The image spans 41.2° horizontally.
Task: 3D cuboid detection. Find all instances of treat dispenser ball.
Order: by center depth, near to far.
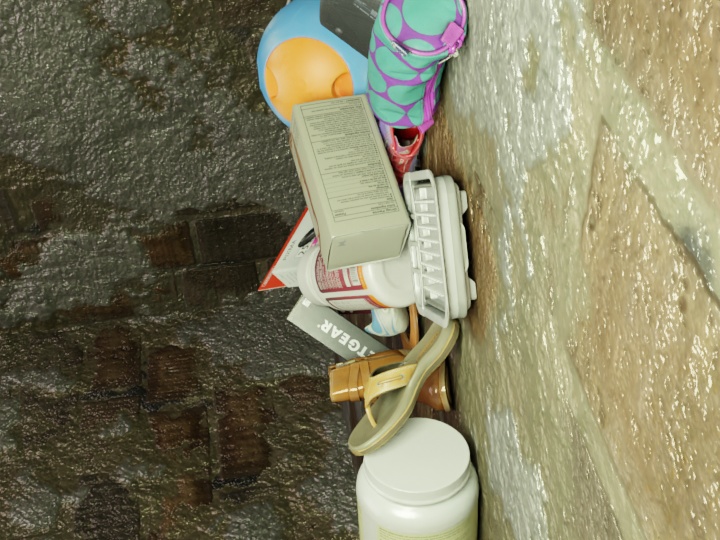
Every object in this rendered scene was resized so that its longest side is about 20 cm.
[{"bbox_3d":[-0.042,-0.281,1.318,0.201,0.201,0.201,173,90,-85],"label":"treat dispenser ball"}]

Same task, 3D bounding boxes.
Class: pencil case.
[{"bbox_3d":[0.054,-0.218,0.992,0.092,0.085,0.200,46,169,7],"label":"pencil case"}]

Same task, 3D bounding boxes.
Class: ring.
[{"bbox_3d":[0.073,0.044,1.473,0.200,0.019,0.201,172,90,-84],"label":"ring"}]

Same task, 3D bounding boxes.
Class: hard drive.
[{"bbox_3d":[0.019,-0.295,1.112,0.042,0.135,0.200,-55,4,-7],"label":"hard drive"}]

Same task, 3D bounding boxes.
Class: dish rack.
[{"bbox_3d":[0.089,-0.029,1.081,0.200,0.043,0.172,-145,49,-83],"label":"dish rack"}]

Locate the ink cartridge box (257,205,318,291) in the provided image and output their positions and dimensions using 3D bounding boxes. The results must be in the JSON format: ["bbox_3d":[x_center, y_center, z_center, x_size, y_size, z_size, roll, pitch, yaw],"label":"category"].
[{"bbox_3d":[-0.079,-0.063,1.500,0.044,0.173,0.200,45,-122,-29],"label":"ink cartridge box"}]

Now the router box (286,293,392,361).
[{"bbox_3d":[-0.018,0.110,1.475,0.052,0.200,0.157,-56,1,-4],"label":"router box"}]

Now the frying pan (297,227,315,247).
[{"bbox_3d":[-0.033,-0.072,1.351,0.190,0.031,0.115,-52,14,25],"label":"frying pan"}]

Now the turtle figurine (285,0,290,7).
[{"bbox_3d":[-0.049,-0.470,1.462,0.200,0.144,0.194,157,110,-81],"label":"turtle figurine"}]

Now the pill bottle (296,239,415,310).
[{"bbox_3d":[0.000,0.000,1.311,0.200,0.109,0.110,-6,91,57],"label":"pill bottle"}]

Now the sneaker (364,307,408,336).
[{"bbox_3d":[0.022,-0.001,1.415,0.072,0.072,0.200,2,-101,-71],"label":"sneaker"}]

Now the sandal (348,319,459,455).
[{"bbox_3d":[0.042,0.126,1.121,0.200,0.054,0.080,-54,15,-11],"label":"sandal"}]

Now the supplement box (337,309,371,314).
[{"bbox_3d":[-0.003,-0.038,1.535,0.200,0.061,0.109,-77,-23,-44],"label":"supplement box"}]

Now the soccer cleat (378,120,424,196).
[{"bbox_3d":[0.051,-0.154,1.216,0.200,0.067,0.077,94,173,-45],"label":"soccer cleat"}]

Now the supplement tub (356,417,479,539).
[{"bbox_3d":[0.069,0.292,1.150,0.145,0.145,0.200,-105,10,-56],"label":"supplement tub"}]

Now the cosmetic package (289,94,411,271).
[{"bbox_3d":[-0.017,-0.111,1.194,0.087,0.103,0.200,103,154,-60],"label":"cosmetic package"}]

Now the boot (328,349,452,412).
[{"bbox_3d":[0.036,0.152,1.266,0.200,0.154,0.074,-149,53,-83],"label":"boot"}]
